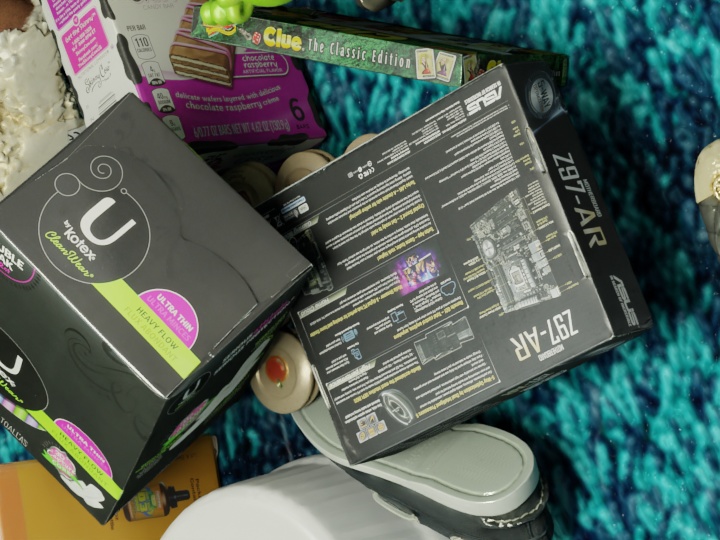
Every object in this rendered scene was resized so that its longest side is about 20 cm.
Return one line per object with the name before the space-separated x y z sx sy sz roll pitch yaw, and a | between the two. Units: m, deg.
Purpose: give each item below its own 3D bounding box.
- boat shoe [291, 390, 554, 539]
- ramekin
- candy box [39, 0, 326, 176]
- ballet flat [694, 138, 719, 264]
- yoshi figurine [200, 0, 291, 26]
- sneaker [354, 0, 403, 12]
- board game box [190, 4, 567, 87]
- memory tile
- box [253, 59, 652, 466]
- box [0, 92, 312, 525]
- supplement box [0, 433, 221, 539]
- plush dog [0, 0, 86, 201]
boat shoe | 0.033 0.113 1.712 0.200 0.076 0.060 30 152 48
ramekin | -0.039 0.214 1.755 0.200 0.097 0.202 2 93 39
candy box | -0.117 -0.152 1.772 0.061 0.136 0.201 -36 71 42
ballet flat | 0.230 0.017 1.559 0.066 0.057 0.201 -35 71 33
yoshi figurine | -0.072 -0.197 1.648 0.200 0.112 0.112 24 72 47
sneaker | 0.050 -0.211 1.682 0.199 0.076 0.115 -5 91 41
board game box | 0.010 -0.130 1.696 0.199 0.105 0.024 14 104 36
memory tile | 0.000 0.000 1.692 0.199 0.017 0.154 -12 90 39
box | 0.047 -0.002 1.616 0.200 0.043 0.161 -29 79 36
box | -0.138 0.025 1.670 0.149 0.124 0.200 44 151 7
supplement box | -0.170 0.143 1.790 0.069 0.199 0.067 -12 85 41
plush dog | -0.255 -0.083 1.910 0.171 0.160 0.201 22 77 50
